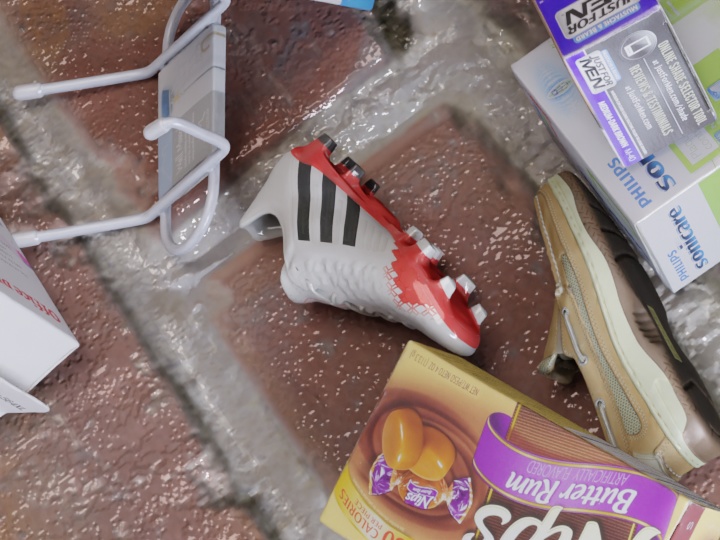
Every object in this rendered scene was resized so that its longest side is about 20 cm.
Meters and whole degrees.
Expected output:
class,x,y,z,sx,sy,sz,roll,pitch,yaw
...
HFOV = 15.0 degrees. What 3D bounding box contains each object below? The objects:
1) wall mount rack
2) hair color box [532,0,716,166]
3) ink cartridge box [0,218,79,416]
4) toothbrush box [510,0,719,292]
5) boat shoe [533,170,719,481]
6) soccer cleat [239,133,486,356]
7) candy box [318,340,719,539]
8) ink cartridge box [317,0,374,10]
class,x,y,z,sx,sy,sz,roll,pitch,yaw
wall mount rack,-0.148,-0.095,1.726,0.174,0.075,0.200,-37,44,42
hair color box,0.122,-0.168,1.523,0.065,0.109,0.200,-29,51,6
ink cartridge box,-0.279,0.015,1.668,0.125,0.129,0.200,-42,53,8
toothbrush box,0.213,-0.109,1.567,0.200,0.086,0.146,-35,53,2
boat shoe,0.130,0.035,1.531,0.076,0.072,0.200,-34,53,16
soccer cleat,0.000,0.000,1.610,0.085,0.069,0.200,-45,51,4
candy box,0.086,0.134,1.477,0.200,0.056,0.117,30,95,35
ink cartridge box,-0.083,-0.213,1.681,0.116,0.200,0.068,18,98,31
